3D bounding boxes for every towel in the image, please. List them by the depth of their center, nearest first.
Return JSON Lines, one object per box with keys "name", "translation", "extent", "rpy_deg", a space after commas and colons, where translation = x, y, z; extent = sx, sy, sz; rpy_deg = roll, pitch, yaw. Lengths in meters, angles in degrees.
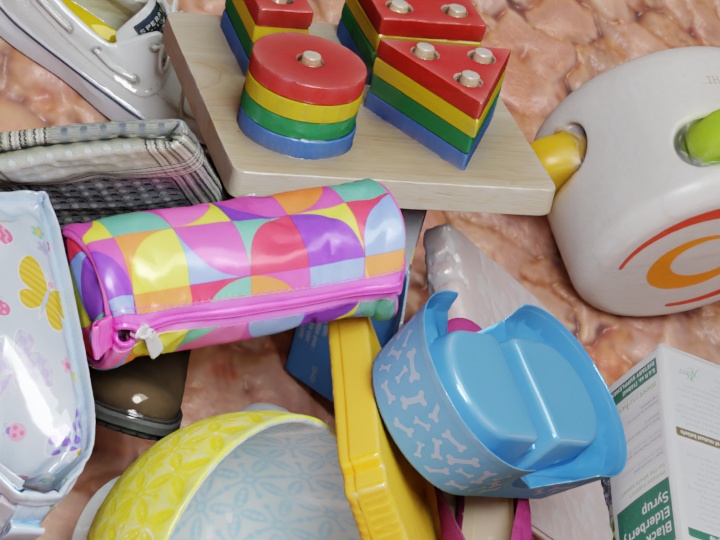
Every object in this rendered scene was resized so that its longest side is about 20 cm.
{"name": "towel", "translation": [-0.180, -0.039, 1.462], "extent": [0.199, 0.193, 0.035], "rpy_deg": [-5, 78, 3]}
{"name": "towel", "translation": [0.101, 0.092, 1.672], "extent": [0.191, 0.032, 0.200], "rpy_deg": [39, 35, -53]}

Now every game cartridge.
{"name": "game cartridge", "translation": [0.023, 0.145, 1.475], "extent": [0.176, 0.032, 0.200], "rpy_deg": [-96, 167, -61]}

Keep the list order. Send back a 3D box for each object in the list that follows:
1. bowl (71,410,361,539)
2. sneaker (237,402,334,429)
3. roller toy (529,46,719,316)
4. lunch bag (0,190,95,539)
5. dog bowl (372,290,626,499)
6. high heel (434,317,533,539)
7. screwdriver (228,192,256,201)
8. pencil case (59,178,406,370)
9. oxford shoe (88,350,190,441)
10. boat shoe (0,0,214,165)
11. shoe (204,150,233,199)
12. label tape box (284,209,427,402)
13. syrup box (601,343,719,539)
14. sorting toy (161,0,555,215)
{"name": "bowl", "translation": [-0.096, 0.164, 1.447], "extent": [0.107, 0.201, 0.200], "rpy_deg": [15, 27, 35]}
{"name": "sneaker", "translation": [-0.005, 0.167, 1.561], "extent": [0.099, 0.078, 0.200], "rpy_deg": [-2, 65, -57]}
{"name": "roller toy", "translation": [0.216, -0.065, 1.841], "extent": [0.182, 0.200, 0.140], "rpy_deg": [35, 32, -57]}
{"name": "lunch bag", "translation": [-0.227, 0.077, 1.383], "extent": [0.127, 0.170, 0.200], "rpy_deg": [4, 56, -34]}
{"name": "dog bowl", "translation": [0.076, 0.075, 1.465], "extent": [0.200, 0.050, 0.112], "rpy_deg": [11, 52, -57]}
{"name": "high heel", "translation": [0.071, 0.106, 1.509], "extent": [0.067, 0.096, 0.201], "rpy_deg": [-8, 65, -4]}
{"name": "screwdriver", "translation": [-0.140, -0.005, 1.504], "extent": [0.028, 0.200, 0.029], "rpy_deg": [43, 42, -38]}
{"name": "pencil case", "translation": [-0.070, 0.003, 1.432], "extent": [0.200, 0.088, 0.089], "rpy_deg": [-12, 65, -26]}
{"name": "oxford shoe", "translation": [-0.127, 0.035, 1.502], "extent": [0.072, 0.085, 0.200], "rpy_deg": [18, 19, -10]}
{"name": "boat shoe", "translation": [-0.142, -0.150, 1.695], "extent": [0.202, 0.086, 0.075], "rpy_deg": [35, 42, -10]}
{"name": "shoe", "translation": [-0.108, -0.055, 1.670], "extent": [0.200, 0.053, 0.070], "rpy_deg": [5, 55, -36]}
{"name": "label tape box", "translation": [0.000, 0.000, 1.635], "extent": [0.063, 0.144, 0.200], "rpy_deg": [16, 45, 0]}
{"name": "syrup box", "translation": [0.214, 0.159, 1.735], "extent": [0.081, 0.079, 0.200], "rpy_deg": [21, 47, -25]}
{"name": "sorting toy", "translation": [0.001, -0.118, 1.575], "extent": [0.199, 0.070, 0.199], "rpy_deg": [3, 32, -20]}
